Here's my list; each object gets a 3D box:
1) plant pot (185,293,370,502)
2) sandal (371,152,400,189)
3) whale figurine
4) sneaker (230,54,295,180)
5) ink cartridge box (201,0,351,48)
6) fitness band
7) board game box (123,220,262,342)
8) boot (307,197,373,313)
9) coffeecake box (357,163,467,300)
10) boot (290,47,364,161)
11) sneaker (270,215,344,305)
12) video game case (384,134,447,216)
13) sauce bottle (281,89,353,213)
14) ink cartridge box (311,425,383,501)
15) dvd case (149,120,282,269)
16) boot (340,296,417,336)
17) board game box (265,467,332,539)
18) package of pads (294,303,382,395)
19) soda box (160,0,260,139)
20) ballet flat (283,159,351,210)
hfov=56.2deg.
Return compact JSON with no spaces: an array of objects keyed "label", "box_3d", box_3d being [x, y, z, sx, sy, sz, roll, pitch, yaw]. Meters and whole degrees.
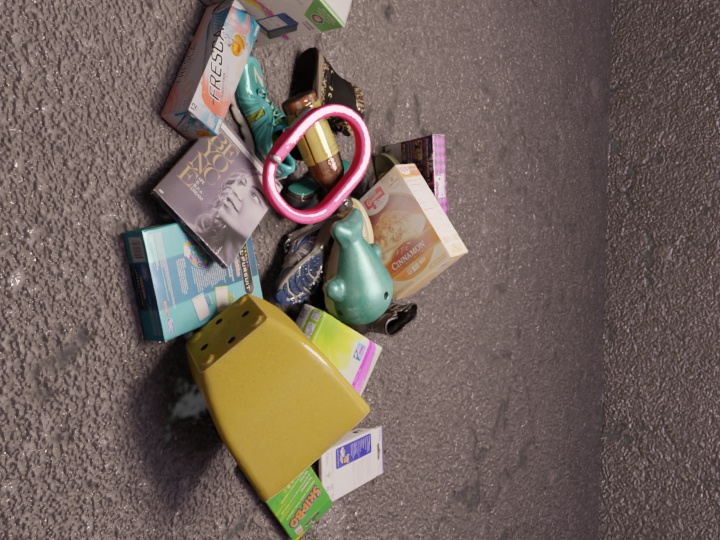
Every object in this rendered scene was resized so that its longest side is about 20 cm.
[{"label":"plant pot","box_3d":[-0.139,0.154,0.963,0.194,0.194,0.202,-37,118,-11]},{"label":"sandal","box_3d":[0.051,-0.139,1.376,0.057,0.079,0.206,-4,94,-40]},{"label":"whale figurine","box_3d":[0.000,0.000,1.154,0.159,0.102,0.204,-39,134,-43]},{"label":"sneaker","box_3d":[-0.151,-0.246,1.082,0.077,0.078,0.204,-37,119,-48]},{"label":"ink cartridge box","box_3d":[-0.129,-0.425,1.013,0.145,0.197,0.089,33,68,-50]},{"label":"fitness band","box_3d":[-0.066,-0.169,1.065,0.201,0.037,0.144,-50,119,-10]},{"label":"board game box","box_3d":[-0.237,-0.001,0.987,0.199,0.046,0.155,-23,108,-53]},{"label":"boot","box_3d":[-0.045,-0.025,1.242,0.153,0.071,0.205,-19,108,-51]},{"label":"coffeecake box","box_3d":[0.085,-0.074,1.285,0.072,0.153,0.202,-14,70,-52]},{"label":"boot","box_3d":[-0.060,-0.279,1.223,0.149,0.072,0.205,19,69,-53]},{"label":"sneaker","box_3d":[-0.100,-0.023,1.159,0.201,0.084,0.078,-52,148,-33]},{"label":"video game case","box_3d":[0.111,-0.163,1.373,0.035,0.180,0.205,-5,94,-28]},{"label":"sauce bottle","box_3d":[-0.067,-0.192,1.118,0.066,0.065,0.203,-46,124,-44]},{"label":"ink cartridge box","box_3d":[-0.024,0.369,1.297,0.198,0.039,0.102,-5,94,-53]},{"label":"dvd case","box_3d":[-0.205,-0.120,0.999,0.149,0.016,0.202,48,41,-22]},{"label":"boot","box_3d":[0.063,0.074,1.339,0.200,0.130,0.071,-47,125,-44]},{"label":"board game box","box_3d":[-0.122,0.364,1.142,0.095,0.030,0.202,-39,121,-22]},{"label":"package of pads","box_3d":[-0.061,0.168,1.194,0.199,0.067,0.157,37,76,-47]},{"label":"soda box","box_3d":[-0.219,-0.296,0.993,0.063,0.067,0.204,38,61,-48]},{"label":"ballet flat","box_3d":[-0.078,-0.141,1.206,0.200,0.072,0.075,-43,124,-53]}]
